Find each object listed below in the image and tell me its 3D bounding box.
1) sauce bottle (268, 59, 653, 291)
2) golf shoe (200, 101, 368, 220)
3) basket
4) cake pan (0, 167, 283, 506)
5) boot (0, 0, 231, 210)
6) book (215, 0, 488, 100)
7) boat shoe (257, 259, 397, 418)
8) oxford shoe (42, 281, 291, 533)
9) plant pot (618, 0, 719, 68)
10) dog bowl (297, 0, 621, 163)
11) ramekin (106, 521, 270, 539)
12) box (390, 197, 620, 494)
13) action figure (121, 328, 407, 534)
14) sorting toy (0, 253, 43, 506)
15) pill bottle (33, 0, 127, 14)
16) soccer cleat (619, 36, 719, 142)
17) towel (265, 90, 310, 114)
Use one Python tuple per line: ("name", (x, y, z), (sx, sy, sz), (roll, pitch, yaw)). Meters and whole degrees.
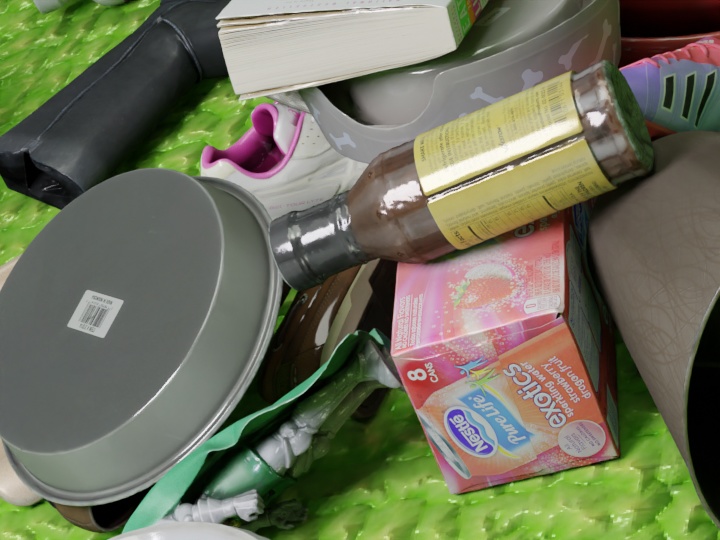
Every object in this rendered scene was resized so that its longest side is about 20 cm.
("sauce bottle", (0.047, -0.044, 1.188), (0.199, 0.065, 0.065), (-20, 32, 19))
("golf shoe", (-0.014, -0.078, 1.443), (0.200, 0.092, 0.075), (-36, 33, -21))
("basket", (0.190, 0.016, 1.136), (0.135, 0.181, 0.200), (1, 20, -12))
("cake pan", (-0.131, 0.029, 1.267), (0.199, 0.037, 0.201), (-22, 49, 28))
("boot", (-0.138, -0.119, 1.598), (0.164, 0.066, 0.200), (3, 37, 48))
("book", (0.017, -0.165, 1.312), (0.133, 0.048, 0.200), (-5, 26, 21))
("boat shoe", (0.000, 0.000, 1.339), (0.068, 0.072, 0.200), (0, 39, 30))
("oxford shoe", (-0.092, 0.064, 1.289), (0.200, 0.073, 0.084), (-53, 40, -3))
("plant pot", (0.201, -0.225, 1.404), (0.199, 0.184, 0.201), (-10, 20, 4))
("dog bowl", (0.056, -0.125, 1.318), (0.199, 0.059, 0.200), (-16, 26, 8))
("ramekin", (-0.087, 0.206, 1.071), (0.199, 0.105, 0.201), (-16, 34, 11))
("box", (0.078, 0.010, 1.249), (0.094, 0.103, 0.201), (-14, 35, 14))
("action figure", (-0.059, 0.110, 1.212), (0.200, 0.118, 0.055), (-40, 72, 7))
("sorting toy", (-0.163, 0.045, 1.416), (0.185, 0.037, 0.200), (-31, 38, -10))
("pill bottle", (-0.166, -0.268, 1.794), (0.199, 0.105, 0.104), (-23, 33, 1))
("soccer cleat", (0.174, -0.096, 1.278), (0.066, 0.077, 0.199), (6, 1, 38))
("towel", (0.034, -0.145, 1.461), (0.199, 0.035, 0.193), (19, 42, 0))
